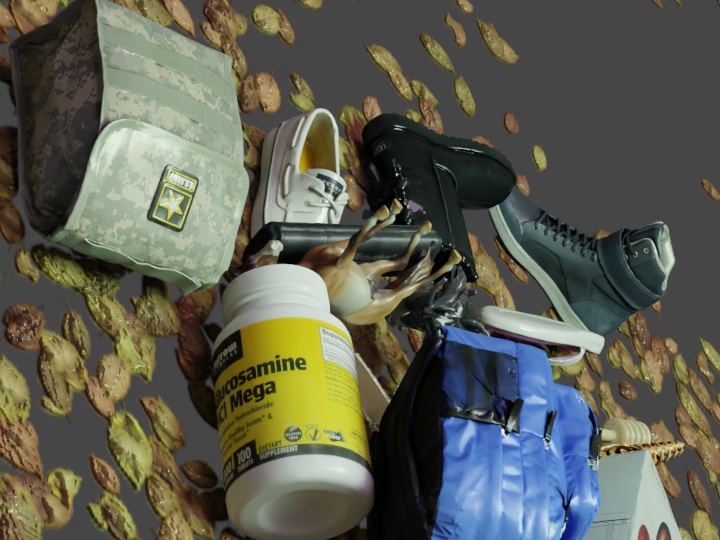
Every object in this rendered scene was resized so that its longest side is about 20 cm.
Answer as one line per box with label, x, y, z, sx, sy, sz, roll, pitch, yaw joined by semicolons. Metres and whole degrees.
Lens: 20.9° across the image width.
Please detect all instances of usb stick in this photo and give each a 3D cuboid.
usb stick;-0.013;-0.017;1.657;0.200;0.055;0.033;0;44;-43

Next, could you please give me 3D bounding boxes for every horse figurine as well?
horse figurine;0.000;0.000;1.610;0.200;0.133;0.050;27;29;-59

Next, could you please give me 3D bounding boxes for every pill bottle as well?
pill bottle;-0.056;0.099;1.503;0.112;0.112;0.200;28;40;-41

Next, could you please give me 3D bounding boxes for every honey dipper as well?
honey dipper;0.217;0.158;1.934;0.200;0.038;0.038;14;51;-46

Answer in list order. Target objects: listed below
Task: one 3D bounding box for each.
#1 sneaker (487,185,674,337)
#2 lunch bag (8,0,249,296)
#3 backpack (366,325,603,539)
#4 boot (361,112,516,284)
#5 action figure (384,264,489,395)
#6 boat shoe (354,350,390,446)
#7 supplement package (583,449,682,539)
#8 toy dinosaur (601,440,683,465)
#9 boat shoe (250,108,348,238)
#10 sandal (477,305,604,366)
sneaker;0.237;-0.036;2.036;0.202;0.146;0.077;51;32;-7
lunch bag;-0.175;-0.090;1.509;0.164;0.118;0.200;21;51;-46
backpack;0.094;0.166;1.473;0.168;0.163;0.200;13;44;-6
boot;0.084;-0.057;1.901;0.198;0.073;0.163;21;43;-36
action figure;0.071;0.070;1.726;0.200;0.102;0.119;51;34;-56
boat shoe;0.034;0.147;1.628;0.075;0.075;0.202;-12;72;-59
supplement package;0.185;0.288;1.596;0.200;0.147;0.191;-67;139;-55
toy dinosaur;0.193;0.195;1.748;0.200;0.136;0.102;3;67;-6
boat shoe;-0.046;-0.061;1.711;0.071;0.070;0.200;35;40;-32
sandal;0.183;0.074;1.941;0.203;0.082;0.050;12;95;-53
